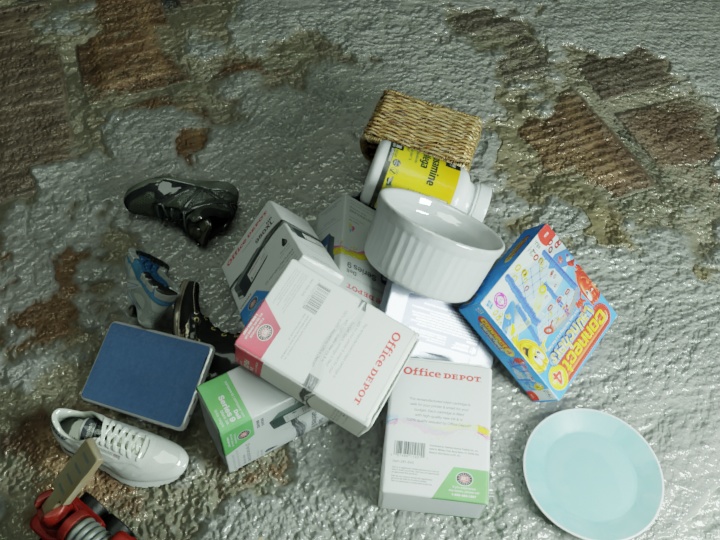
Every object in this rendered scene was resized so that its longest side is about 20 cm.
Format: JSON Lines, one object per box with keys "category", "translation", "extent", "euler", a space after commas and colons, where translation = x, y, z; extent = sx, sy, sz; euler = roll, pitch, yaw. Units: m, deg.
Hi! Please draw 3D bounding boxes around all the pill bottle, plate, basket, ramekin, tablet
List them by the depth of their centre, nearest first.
{"category": "plate", "translation": [0.331, 0.293, 1.096], "extent": [0.200, 0.026, 0.200], "euler": [1, 53, -2]}
{"category": "ramekin", "translation": [0.103, -0.036, 1.130], "extent": [0.200, 0.098, 0.200], "euler": [20, 20, -8]}
{"category": "tablet", "translation": [-0.317, 0.153, 1.132], "extent": [0.200, 0.014, 0.130], "euler": [10, 71, 26]}
{"category": "pill bottle", "translation": [0.109, -0.132, 1.263], "extent": [0.200, 0.112, 0.113], "euler": [19, 54, -3]}
{"category": "basket", "translation": [0.102, -0.210, 1.384], "extent": [0.200, 0.143, 0.149], "euler": [18, 52, 5]}

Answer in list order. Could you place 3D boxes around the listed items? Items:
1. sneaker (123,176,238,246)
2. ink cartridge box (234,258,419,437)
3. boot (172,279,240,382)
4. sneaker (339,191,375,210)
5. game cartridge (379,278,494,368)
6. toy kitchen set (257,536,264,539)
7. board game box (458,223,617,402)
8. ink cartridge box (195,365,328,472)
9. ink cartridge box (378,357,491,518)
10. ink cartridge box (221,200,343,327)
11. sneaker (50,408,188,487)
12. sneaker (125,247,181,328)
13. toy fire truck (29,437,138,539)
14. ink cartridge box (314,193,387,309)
{"category": "sneaker", "translation": [-0.316, -0.102, 1.333], "extent": [0.199, 0.076, 0.114], "euler": [3, 47, -7]}
{"category": "ink cartridge box", "translation": [-0.044, 0.102, 1.004], "extent": [0.200, 0.085, 0.146], "euler": [30, 65, 5]}
{"category": "boot", "translation": [-0.213, 0.104, 1.185], "extent": [0.150, 0.073, 0.200], "euler": [-4, 58, -3]}
{"category": "sneaker", "translation": [0.050, -0.114, 1.349], "extent": [0.200, 0.085, 0.075], "euler": [-13, 55, -12]}
{"category": "game cartridge", "translation": [0.117, 0.090, 1.163], "extent": [0.200, 0.041, 0.133], "euler": [18, 80, -19]}
{"category": "toy kitchen set", "translation": [-0.105, 0.437, 0.888], "extent": [0.200, 0.163, 0.180], "euler": [35, 60, 22]}
{"category": "board game box", "translation": [0.279, 0.064, 1.181], "extent": [0.196, 0.056, 0.200], "euler": [49, 61, -10]}
{"category": "ink cartridge box", "translation": [-0.119, 0.183, 1.085], "extent": [0.200, 0.146, 0.084], "euler": [-25, 60, -19]}
{"category": "ink cartridge box", "translation": [0.107, 0.235, 1.085], "extent": [0.145, 0.084, 0.200], "euler": [6, 58, 3]}
{"category": "ink cartridge box", "translation": [-0.126, 0.003, 1.177], "extent": [0.145, 0.084, 0.200], "euler": [-52, 33, 11]}
{"category": "sneaker", "translation": [-0.341, 0.246, 1.073], "extent": [0.200, 0.081, 0.076], "euler": [13, 52, 6]}
{"category": "sneaker", "translation": [-0.348, 0.029, 1.220], "extent": [0.075, 0.087, 0.200], "euler": [24, 10, -28]}
{"category": "toy fire truck", "translation": [-0.328, 0.318, 0.944], "extent": [0.176, 0.200, 0.129], "euler": [32, 59, 20]}
{"category": "ink cartridge box", "translation": [0.000, 0.000, 1.225], "extent": [0.145, 0.087, 0.200], "euler": [28, 49, -29]}
